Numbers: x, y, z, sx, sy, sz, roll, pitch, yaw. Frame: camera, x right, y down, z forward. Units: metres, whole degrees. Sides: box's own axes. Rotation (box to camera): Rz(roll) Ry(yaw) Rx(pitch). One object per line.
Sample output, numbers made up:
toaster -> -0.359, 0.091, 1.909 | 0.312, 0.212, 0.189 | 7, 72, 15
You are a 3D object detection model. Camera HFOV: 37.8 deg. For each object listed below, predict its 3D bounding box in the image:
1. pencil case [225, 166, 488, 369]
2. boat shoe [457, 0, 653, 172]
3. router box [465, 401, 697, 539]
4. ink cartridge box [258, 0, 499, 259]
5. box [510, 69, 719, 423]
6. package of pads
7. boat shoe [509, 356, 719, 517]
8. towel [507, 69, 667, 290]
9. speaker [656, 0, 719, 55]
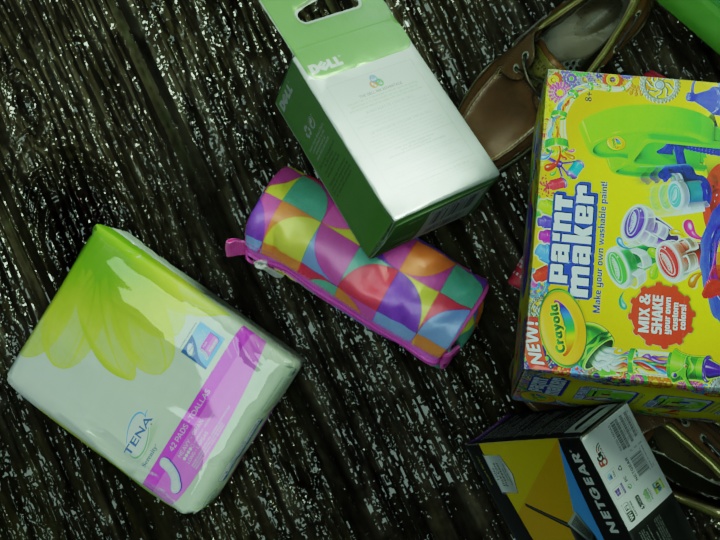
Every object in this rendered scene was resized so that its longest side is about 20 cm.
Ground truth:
pencil case -> 0.000, 0.000, 0.814 | 0.198, 0.088, 0.089 | 27, 94, 9
boat shoe -> 0.137, -0.154, 0.797 | 0.072, 0.068, 0.200 | 43, 97, 6
router box -> 0.172, 0.196, 0.742 | 0.051, 0.149, 0.202 | -29, 93, -26
ink cartridge box -> 0.005, -0.121, 0.792 | 0.103, 0.059, 0.202 | -24, 74, -29
box -> 0.206, -0.010, 0.709 | 0.189, 0.122, 0.203 | 5, 75, 6
package of pads -> -0.168, 0.082, 0.849 | 0.199, 0.068, 0.156 | 34, 94, 8
boat shoe -> 0.200, 0.114, 0.773 | 0.198, 0.068, 0.073 | 23, 117, 10
towel -> 0.225, -0.034, 0.807 | 0.144, 0.022, 0.201 | 34, 96, 8
speaker -> 0.244, -0.210, 0.730 | 0.198, 0.088, 0.089 | 30, 95, -25
